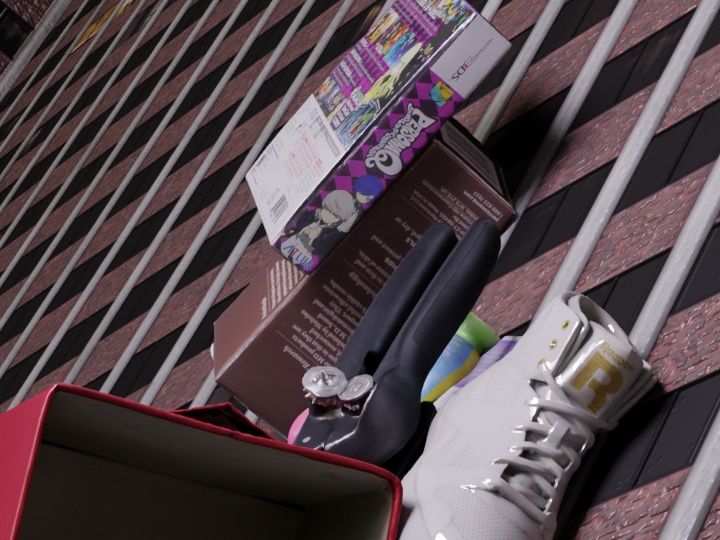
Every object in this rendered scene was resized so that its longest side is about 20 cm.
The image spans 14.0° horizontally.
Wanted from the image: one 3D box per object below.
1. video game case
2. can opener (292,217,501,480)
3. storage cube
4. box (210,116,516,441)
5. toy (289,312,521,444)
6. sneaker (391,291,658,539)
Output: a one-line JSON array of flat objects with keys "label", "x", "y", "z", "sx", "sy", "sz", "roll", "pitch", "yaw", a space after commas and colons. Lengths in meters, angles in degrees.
[{"label": "video game case", "x": 0.006, "y": -0.094, "z": 1.779, "sx": 0.181, "sy": 0.036, "sz": 0.200, "roll": -49, "pitch": 14, "yaw": 5}, {"label": "can opener", "x": 0.018, "y": 0.042, "z": 1.472, "sx": 0.063, "sy": 0.079, "sz": 0.200, "roll": -3, "pitch": 41, "yaw": 25}, {"label": "storage cube", "x": -0.100, "y": 0.164, "z": 1.346, "sx": 0.180, "sy": 0.170, "sz": 0.201, "roll": 153, "pitch": 131, "yaw": -69}, {"label": "box", "x": 0.000, "y": 0.000, "z": 1.776, "sx": 0.200, "sy": 0.075, "sz": 0.100, "roll": -45, "pitch": 15, "yaw": 12}, {"label": "toy", "x": -0.009, "y": 0.092, "z": 1.537, "sx": 0.200, "sy": 0.047, "sz": 0.115, "roll": -42, "pitch": 10, "yaw": -11}, {"label": "sneaker", "x": 0.079, "y": 0.076, "z": 1.344, "sx": 0.116, "sy": 0.074, "sz": 0.200, "roll": -47, "pitch": 13, "yaw": 22}]
